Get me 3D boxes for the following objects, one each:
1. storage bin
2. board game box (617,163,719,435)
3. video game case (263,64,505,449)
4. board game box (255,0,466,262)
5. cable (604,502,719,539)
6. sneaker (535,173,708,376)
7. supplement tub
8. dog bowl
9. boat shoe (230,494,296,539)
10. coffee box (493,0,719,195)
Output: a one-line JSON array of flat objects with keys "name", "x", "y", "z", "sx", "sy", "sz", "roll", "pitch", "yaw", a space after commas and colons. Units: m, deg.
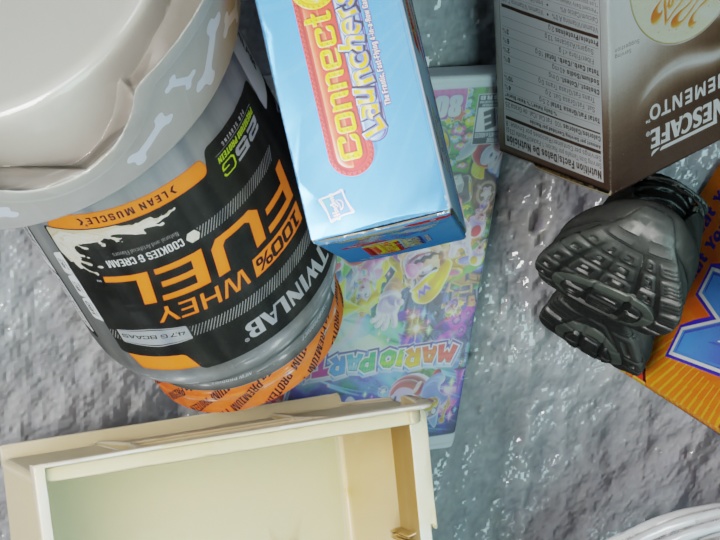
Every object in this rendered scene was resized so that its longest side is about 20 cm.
[{"name": "storage bin", "x": -0.052, "y": 0.167, "z": 1.277, "sx": 0.198, "sy": 0.094, "sz": 0.201, "roll": -8, "pitch": 95, "yaw": -20}, {"name": "board game box", "x": 0.295, "y": 0.036, "z": 1.488, "sx": 0.200, "sy": 0.200, "sz": 0.200, "roll": 32, "pitch": 91, "yaw": -41}, {"name": "video game case", "x": 0.000, "y": 0.000, "z": 1.376, "sx": 0.143, "sy": 0.018, "sz": 0.201, "roll": -6, "pitch": 115, "yaw": -35}, {"name": "board game box", "x": -0.008, "y": -0.108, "z": 1.159, "sx": 0.056, "sy": 0.196, "sz": 0.201, "roll": -13, "pitch": 87, "yaw": 4}, {"name": "cable", "x": 0.193, "y": 0.197, "z": 1.519, "sx": 0.199, "sy": 0.069, "sz": 0.200, "roll": -20, "pitch": 144, "yaw": 15}, {"name": "sneaker", "x": 0.134, "y": -0.013, "z": 1.392, "sx": 0.076, "sy": 0.200, "sz": 0.091, "roll": 30, "pitch": 79, "yaw": 3}, {"name": "supplement tub", "x": -0.085, "y": -0.036, "z": 1.222, "sx": 0.122, "sy": 0.122, "sz": 0.200, "roll": -42, "pitch": 136, "yaw": -13}, {"name": "dog bowl", "x": -0.138, "y": -0.103, "z": 1.117, "sx": 0.200, "sy": 0.200, "sz": 0.059, "roll": -43, "pitch": 144, "yaw": -11}, {"name": "boat shoe", "x": -0.045, "y": 0.184, "z": 1.398, "sx": 0.072, "sy": 0.072, "sz": 0.200, "roll": -35, "pitch": 137, "yaw": -13}, {"name": "coffee box", "x": 0.126, "y": -0.154, "z": 1.343, "sx": 0.114, "sy": 0.080, "sz": 0.201, "roll": -26, "pitch": 125, "yaw": -35}]
